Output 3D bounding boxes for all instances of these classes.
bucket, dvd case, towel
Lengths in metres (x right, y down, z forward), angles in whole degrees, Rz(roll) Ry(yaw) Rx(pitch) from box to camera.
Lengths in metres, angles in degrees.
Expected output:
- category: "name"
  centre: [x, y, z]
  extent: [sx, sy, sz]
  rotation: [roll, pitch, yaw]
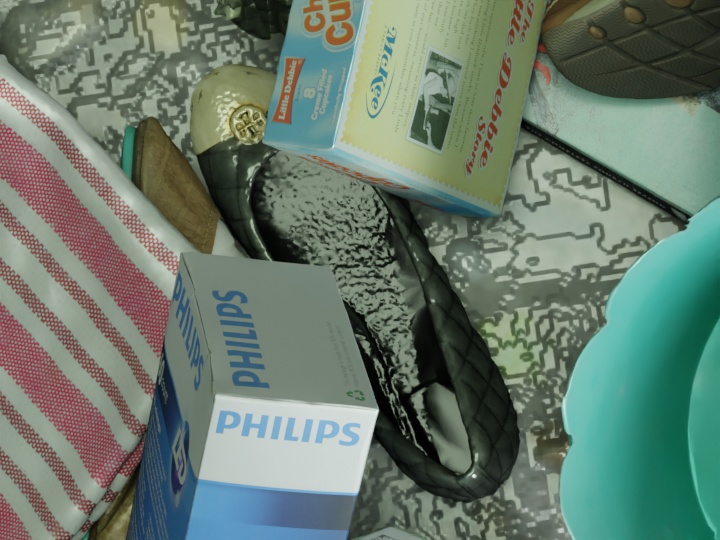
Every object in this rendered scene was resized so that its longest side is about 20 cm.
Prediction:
- category: "bucket"
  centre: [0.184, 0.062, 0.825]
  extent: [0.206, 0.135, 0.209]
  rotation: [0, 91, 21]
- category: "dvd case"
  centre: [0.097, -0.121, 0.929]
  extent: [0.199, 0.022, 0.147]
  rotation: [31, 88, 8]
- category: "towel"
  centre: [-0.148, 0.039, 0.882]
  extent: [0.146, 0.030, 0.200]
  rotation: [43, 106, 12]

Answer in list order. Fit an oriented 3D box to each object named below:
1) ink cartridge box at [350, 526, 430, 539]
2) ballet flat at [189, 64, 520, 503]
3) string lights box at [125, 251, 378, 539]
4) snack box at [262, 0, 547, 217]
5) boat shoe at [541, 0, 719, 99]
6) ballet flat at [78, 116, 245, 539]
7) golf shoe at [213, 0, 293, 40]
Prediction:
- category: "ink cartridge box"
  centre: [0.069, 0.186, 0.784]
  extent: [0.199, 0.048, 0.147]
  rotation: [17, 104, 31]
- category: "ballet flat"
  centre: [0.000, 0.000, 0.908]
  extent: [0.066, 0.057, 0.201]
  rotation: [-36, 83, 0]
- category: "string lights box"
  centre: [-0.050, 0.107, 0.825]
  extent: [0.058, 0.103, 0.201]
  rotation: [7, 116, -14]
- category: "snack box"
  centre: [0.030, -0.129, 0.867]
  extent: [0.037, 0.116, 0.202]
  rotation: [9, 84, 36]
- category: "boat shoe"
  centre: [0.159, -0.132, 0.887]
  extent: [0.199, 0.076, 0.072]
  rotation: [-25, 49, 11]
- category: "ballet flat"
  centre: [-0.067, 0.044, 0.907]
  extent: [0.072, 0.068, 0.202]
  rotation: [6, 88, 0]
- category: "golf shoe"
  centre: [-0.029, -0.187, 0.869]
  extent: [0.088, 0.077, 0.201]
  rotation: [-28, 123, -29]
